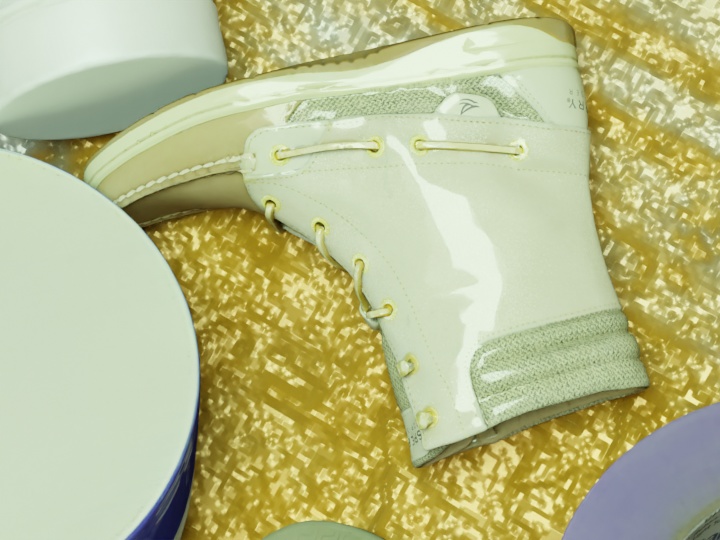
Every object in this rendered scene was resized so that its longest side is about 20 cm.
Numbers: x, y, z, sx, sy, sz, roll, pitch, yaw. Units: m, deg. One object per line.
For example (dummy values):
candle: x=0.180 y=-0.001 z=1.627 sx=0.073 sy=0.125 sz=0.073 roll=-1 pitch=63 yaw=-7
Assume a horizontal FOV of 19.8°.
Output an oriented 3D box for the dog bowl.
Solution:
dog bowl: x=-0.158 y=0.054 z=0.755 sx=0.199 sy=0.079 sz=0.201 roll=4 pitch=57 yaw=-6

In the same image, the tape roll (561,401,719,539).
tape roll: x=0.151 y=0.147 z=0.683 sx=0.199 sy=0.085 sz=0.201 roll=2 pitch=58 yaw=-4

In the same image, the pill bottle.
pill bottle: x=-0.118 y=-0.161 z=0.804 sx=0.112 sy=0.113 sz=0.201 roll=-16 pitch=79 yaw=9

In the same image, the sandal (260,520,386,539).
sandal: x=0.000 y=0.154 z=0.726 sx=0.080 sy=0.057 sz=0.201 roll=-40 pitch=37 yaw=7

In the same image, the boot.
boot: x=0.000 y=0.000 z=0.783 sx=0.199 sy=0.072 sz=0.156 roll=-14 pitch=83 yaw=8
